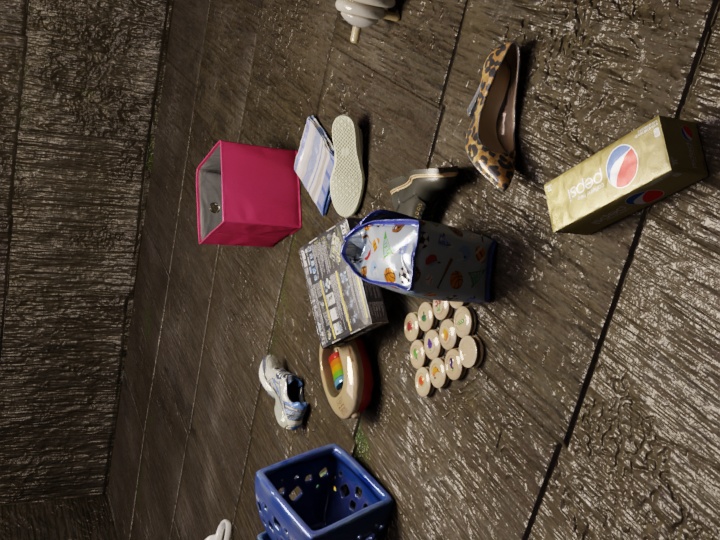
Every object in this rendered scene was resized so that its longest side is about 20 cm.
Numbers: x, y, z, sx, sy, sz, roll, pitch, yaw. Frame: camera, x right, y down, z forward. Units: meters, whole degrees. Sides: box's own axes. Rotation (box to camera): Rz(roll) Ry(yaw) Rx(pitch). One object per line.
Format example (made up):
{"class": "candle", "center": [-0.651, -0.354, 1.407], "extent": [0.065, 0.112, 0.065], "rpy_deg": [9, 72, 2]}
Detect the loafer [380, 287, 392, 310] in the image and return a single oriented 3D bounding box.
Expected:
{"class": "loafer", "center": [0.000, 0.000, 1.558], "extent": [0.071, 0.072, 0.203], "rpy_deg": [-50, 46, 46]}

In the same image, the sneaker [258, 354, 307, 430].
{"class": "sneaker", "center": [-0.169, 0.263, 1.878], "extent": [0.086, 0.076, 0.201], "rpy_deg": [-56, 48, 30]}

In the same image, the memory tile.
{"class": "memory tile", "center": [0.133, 0.114, 1.358], "extent": [0.200, 0.017, 0.156], "rpy_deg": [-43, 51, 52]}

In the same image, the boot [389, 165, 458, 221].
{"class": "boot", "center": [0.113, -0.096, 1.369], "extent": [0.200, 0.076, 0.141], "rpy_deg": [167, 99, -73]}

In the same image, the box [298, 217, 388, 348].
{"class": "box", "center": [-0.035, 0.025, 1.510], "extent": [0.160, 0.048, 0.204], "rpy_deg": [-31, 68, 47]}

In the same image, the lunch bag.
{"class": "lunch bag", "center": [0.085, -0.021, 1.275], "extent": [0.199, 0.168, 0.126], "rpy_deg": [5, 84, 56]}

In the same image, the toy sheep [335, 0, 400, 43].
{"class": "toy sheep", "center": [0.014, -0.524, 1.514], "extent": [0.138, 0.136, 0.204], "rpy_deg": [36, 120, 57]}

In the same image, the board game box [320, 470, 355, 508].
{"class": "board game box", "center": [-0.066, 0.475, 1.700], "extent": [0.200, 0.023, 0.107], "rpy_deg": [-45, 52, 51]}

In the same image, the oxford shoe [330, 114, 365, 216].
{"class": "oxford shoe", "center": [-0.023, -0.211, 1.647], "extent": [0.058, 0.074, 0.204], "rpy_deg": [-32, -58, -74]}

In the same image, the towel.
{"class": "towel", "center": [-0.098, -0.236, 1.820], "extent": [0.201, 0.023, 0.149], "rpy_deg": [59, 139, 46]}

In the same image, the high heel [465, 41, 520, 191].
{"class": "high heel", "center": [0.206, -0.227, 1.182], "extent": [0.143, 0.070, 0.203], "rpy_deg": [116, 153, -48]}

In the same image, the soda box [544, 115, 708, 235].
{"class": "soda box", "center": [0.313, -0.108, 0.983], "extent": [0.200, 0.063, 0.069], "rpy_deg": [-34, 58, 57]}

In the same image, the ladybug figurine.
{"class": "ladybug figurine", "center": [-0.024, 0.196, 1.590], "extent": [0.136, 0.071, 0.203], "rpy_deg": [-51, 44, 47]}

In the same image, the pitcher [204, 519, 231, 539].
{"class": "pitcher", "center": [-0.386, 0.790, 2.205], "extent": [0.174, 0.120, 0.200], "rpy_deg": [-65, 21, 9]}

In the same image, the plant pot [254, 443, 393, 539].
{"class": "plant pot", "center": [-0.076, 0.472, 1.522], "extent": [0.199, 0.197, 0.183], "rpy_deg": [32, 123, 44]}

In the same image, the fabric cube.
{"class": "fabric cube", "center": [-0.272, -0.177, 1.962], "extent": [0.199, 0.196, 0.200], "rpy_deg": [-26, 66, 58]}
